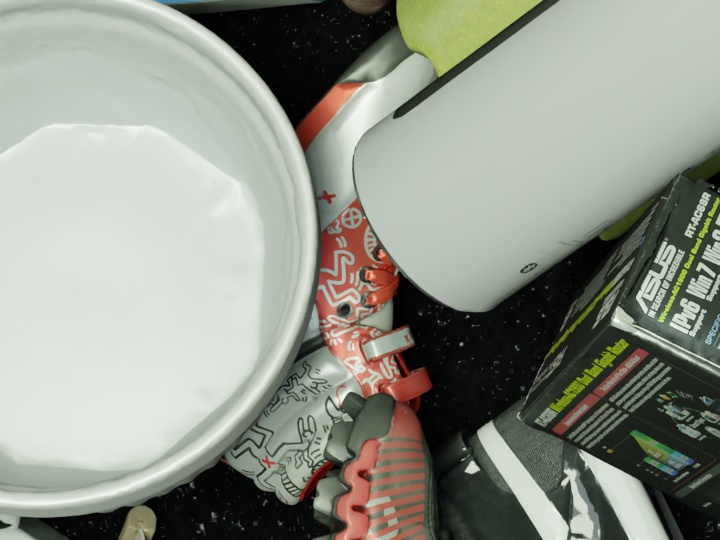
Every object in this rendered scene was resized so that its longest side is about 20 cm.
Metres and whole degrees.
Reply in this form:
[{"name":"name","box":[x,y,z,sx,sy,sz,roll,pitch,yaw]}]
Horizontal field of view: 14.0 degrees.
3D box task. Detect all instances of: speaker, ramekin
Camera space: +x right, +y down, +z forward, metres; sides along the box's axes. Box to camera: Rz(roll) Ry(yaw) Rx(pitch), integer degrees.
[{"name":"speaker","box":[0.094,-0.067,1.015,0.200,0.081,0.081,-35,84,31]},{"name":"ramekin","box":[-0.113,0.000,1.118,0.199,0.105,0.201,-1,77,2]}]

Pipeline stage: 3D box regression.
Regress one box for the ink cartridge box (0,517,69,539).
[{"name":"ink cartridge box","box":[-0.150,0.194,1.226,0.200,0.057,0.163,31,96,13]}]

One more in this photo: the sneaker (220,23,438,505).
[{"name":"sneaker","box":[0.000,0.000,1.198,0.108,0.067,0.202,40,101,6]}]

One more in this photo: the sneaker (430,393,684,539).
[{"name":"sneaker","box":[0.089,0.152,1.186,0.112,0.073,0.201,-28,78,13]}]

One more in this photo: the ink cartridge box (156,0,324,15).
[{"name":"ink cartridge box","box":[-0.082,-0.207,1.207,0.116,0.067,0.201,-4,91,12]}]

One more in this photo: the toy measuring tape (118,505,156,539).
[{"name":"toy measuring tape","box":[-0.027,0.176,1.215,0.073,0.074,0.200,-37,67,9]}]

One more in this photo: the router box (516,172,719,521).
[{"name":"router box","box":[0.149,0.045,1.063,0.149,0.200,0.062,26,76,0]}]

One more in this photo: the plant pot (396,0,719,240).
[{"name":"plant pot","box":[0.121,-0.116,1.124,0.184,0.200,0.201,-42,84,20]}]

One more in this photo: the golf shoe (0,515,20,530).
[{"name":"golf shoe","box":[-0.149,0.056,1.202,0.200,0.078,0.095,-36,77,-10]}]

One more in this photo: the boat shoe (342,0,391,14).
[{"name":"boat shoe","box":[0.006,-0.200,1.191,0.072,0.072,0.201,-1,70,0]}]

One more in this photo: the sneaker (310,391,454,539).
[{"name":"sneaker","box":[0.027,0.147,1.138,0.097,0.071,0.201,-2,81,1]}]
